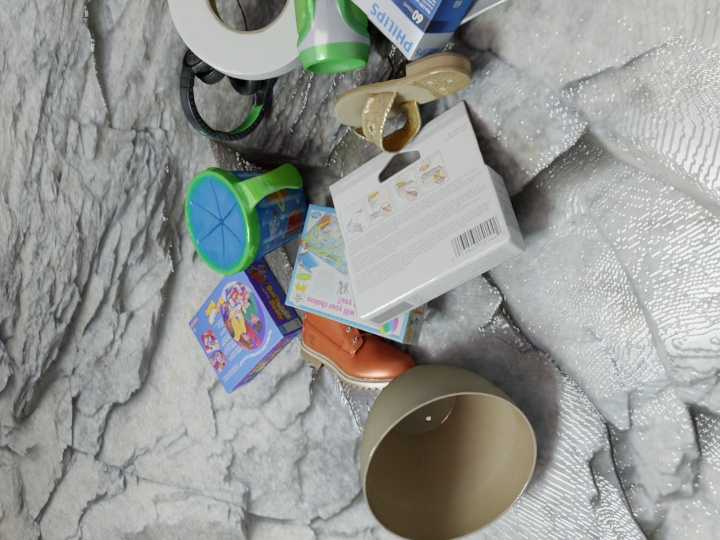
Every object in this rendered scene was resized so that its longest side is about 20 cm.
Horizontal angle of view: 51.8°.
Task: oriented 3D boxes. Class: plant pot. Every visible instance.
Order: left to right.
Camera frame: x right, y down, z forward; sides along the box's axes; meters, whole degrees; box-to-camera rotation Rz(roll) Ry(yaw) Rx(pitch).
[{"bbox_3d":[0.084,0.186,0.853,0.135,0.196,0.204,-116,30,-61],"label":"plant pot"}]

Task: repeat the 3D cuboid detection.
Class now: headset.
[{"bbox_3d":[-0.177,-0.274,0.971,0.093,0.122,0.204,20,101,46],"label":"headset"}]

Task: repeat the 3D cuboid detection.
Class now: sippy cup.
[{"bbox_3d":[-0.145,-0.076,0.993,0.176,0.129,0.143,12,112,40],"label":"sippy cup"}]

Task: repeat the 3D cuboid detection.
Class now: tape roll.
[{"bbox_3d":[-0.128,-0.331,0.876,0.198,0.037,0.207,0,94,5],"label":"tape roll"}]

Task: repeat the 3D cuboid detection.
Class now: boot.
[{"bbox_3d":[-0.005,0.086,0.964,0.198,0.074,0.109,18,112,39],"label":"boot"}]

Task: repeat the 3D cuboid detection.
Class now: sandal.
[{"bbox_3d":[0.036,-0.164,0.805,0.210,0.077,0.071,-13,72,52],"label":"sandal"}]

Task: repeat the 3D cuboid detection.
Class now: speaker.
[{"bbox_3d":[-0.037,-0.325,0.806,0.087,0.088,0.204,-2,95,43],"label":"speaker"}]

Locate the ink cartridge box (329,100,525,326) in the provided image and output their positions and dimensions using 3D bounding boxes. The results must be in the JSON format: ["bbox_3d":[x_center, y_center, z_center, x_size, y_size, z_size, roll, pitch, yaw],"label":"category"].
[{"bbox_3d":[0.066,-0.060,0.824,0.198,0.044,0.179,-29,59,28],"label":"ink cartridge box"}]

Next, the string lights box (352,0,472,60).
[{"bbox_3d":[0.077,-0.317,0.710,0.103,0.058,0.201,50,132,18],"label":"string lights box"}]

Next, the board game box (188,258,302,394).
[{"bbox_3d":[-0.182,0.085,1.146,0.200,0.044,0.136,-44,74,43],"label":"board game box"}]

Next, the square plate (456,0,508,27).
[{"bbox_3d":[0.094,-0.351,0.743,0.198,0.028,0.202,-13,95,45],"label":"square plate"}]

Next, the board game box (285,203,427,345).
[{"bbox_3d":[0.000,0.000,0.915,0.198,0.034,0.137,15,89,40],"label":"board game box"}]
